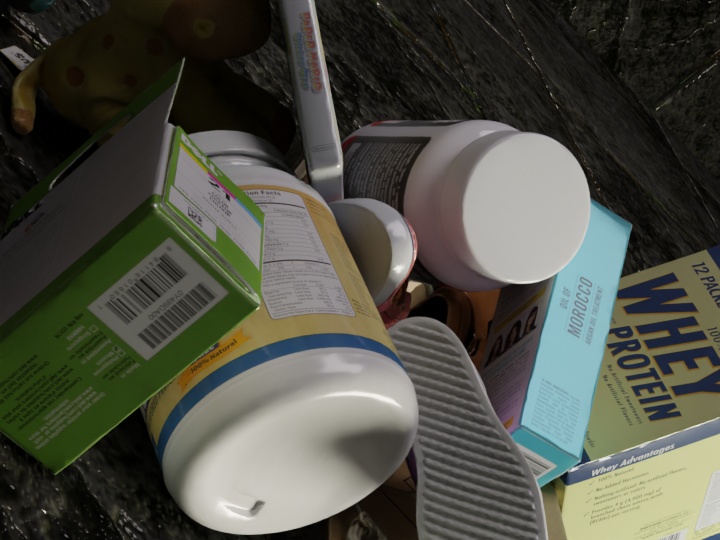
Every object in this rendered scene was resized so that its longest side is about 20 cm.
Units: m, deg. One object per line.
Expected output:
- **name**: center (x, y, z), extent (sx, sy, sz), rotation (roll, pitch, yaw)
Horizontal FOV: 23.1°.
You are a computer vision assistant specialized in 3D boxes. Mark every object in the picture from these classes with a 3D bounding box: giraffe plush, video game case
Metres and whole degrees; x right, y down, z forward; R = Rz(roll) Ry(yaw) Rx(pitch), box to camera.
- **giraffe plush**: center (-0.117, -0.151, 1.115), extent (0.200, 0.162, 0.173), rotation (28, 33, -5)
- **video game case**: center (-0.035, -0.131, 1.109), extent (0.200, 0.023, 0.182), rotation (87, -8, -82)

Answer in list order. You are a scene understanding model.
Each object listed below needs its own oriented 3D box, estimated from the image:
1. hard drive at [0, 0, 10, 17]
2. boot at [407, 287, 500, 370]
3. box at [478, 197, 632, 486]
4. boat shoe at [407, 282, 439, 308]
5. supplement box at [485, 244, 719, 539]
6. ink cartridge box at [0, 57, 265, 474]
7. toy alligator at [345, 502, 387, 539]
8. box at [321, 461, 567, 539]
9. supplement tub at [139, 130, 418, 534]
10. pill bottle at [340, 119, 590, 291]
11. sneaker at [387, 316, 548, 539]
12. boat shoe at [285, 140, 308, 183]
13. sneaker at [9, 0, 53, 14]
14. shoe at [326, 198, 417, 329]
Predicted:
- **hard drive**: center (-0.256, -0.191, 0.958), extent (0.140, 0.038, 0.200), rotation (33, -5, -7)
- **boot**: center (0.078, 0.025, 1.292), extent (0.074, 0.200, 0.155), rotation (26, 0, 22)
- **box**: center (0.121, 0.049, 1.158), extent (0.049, 0.082, 0.200), rotation (30, 51, -14)
- **boat shoe**: center (0.019, 0.023, 1.341), extent (0.072, 0.076, 0.200), rotation (54, 18, 9)
- **supplement box**: center (0.203, 0.115, 1.293), extent (0.200, 0.200, 0.134), rotation (90, -21, -53)
- **ink cartridge box**: center (-0.125, -0.011, 0.926), extent (0.076, 0.148, 0.200), rotation (44, 19, -21)
- **toy alligator**: center (-0.022, 0.094, 1.063), extent (0.059, 0.054, 0.200), rotation (4, 26, -27)
- **box**: center (0.056, 0.161, 1.095), extent (0.163, 0.021, 0.200), rotation (18, 17, -6)
- **supplement tub**: center (-0.065, 0.032, 0.999), extent (0.145, 0.145, 0.200), rotation (31, 26, -48)
- **pill bottle**: center (0.061, -0.045, 1.189), extent (0.114, 0.114, 0.200), rotation (44, -14, -22)
- **sneaker**: center (0.066, 0.135, 1.028), extent (0.114, 0.073, 0.201), rotation (77, -1, -54)
- **boat shoe**: center (-0.054, -0.030, 1.293), extent (0.068, 0.072, 0.200), rotation (50, 26, -17)
- **sneaker**: center (-0.272, -0.252, 1.200), extent (0.091, 0.078, 0.200), rotation (-2, 50, -50)
- **shoe**: center (0.000, 0.000, 1.121), extent (0.091, 0.200, 0.072), rotation (-12, 78, -33)
